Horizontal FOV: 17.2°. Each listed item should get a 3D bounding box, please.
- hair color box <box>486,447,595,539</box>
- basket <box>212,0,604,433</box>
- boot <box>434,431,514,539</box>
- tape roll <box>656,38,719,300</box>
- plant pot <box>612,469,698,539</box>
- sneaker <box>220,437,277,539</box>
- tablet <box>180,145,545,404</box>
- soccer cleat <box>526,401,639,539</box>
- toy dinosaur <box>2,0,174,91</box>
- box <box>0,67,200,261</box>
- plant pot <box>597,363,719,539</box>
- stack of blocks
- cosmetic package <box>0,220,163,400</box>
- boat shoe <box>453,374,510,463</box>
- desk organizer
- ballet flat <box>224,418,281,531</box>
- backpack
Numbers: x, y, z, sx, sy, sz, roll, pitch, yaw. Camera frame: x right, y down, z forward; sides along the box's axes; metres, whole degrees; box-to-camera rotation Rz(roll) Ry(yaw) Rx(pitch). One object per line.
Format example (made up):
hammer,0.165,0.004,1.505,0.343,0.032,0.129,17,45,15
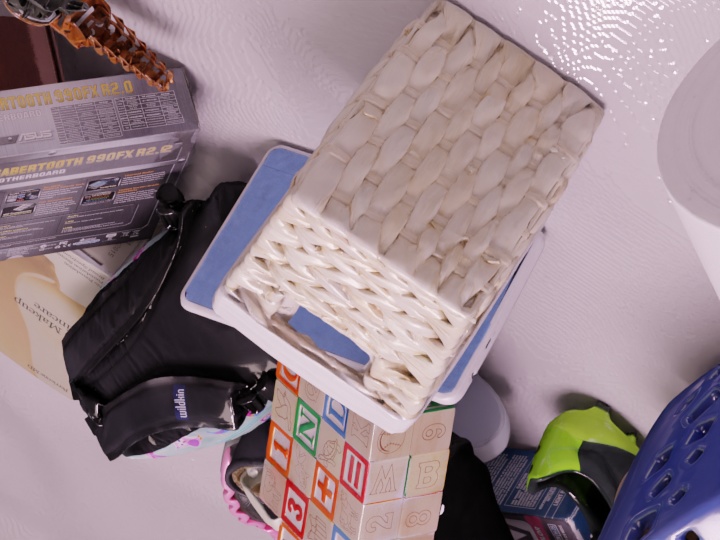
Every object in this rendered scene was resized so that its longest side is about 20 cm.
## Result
hair color box,0.098,0.176,1.658,0.199,0.061,0.100,3,135,42
basket,0.031,-0.036,1.320,0.135,0.200,0.124,34,142,2
boot,0.105,0.201,1.522,0.157,0.079,0.212,26,149,27
tape roll,0.253,-0.035,1.100,0.202,0.203,0.139,2,136,42
plant pot,0.230,0.195,1.430,0.200,0.200,0.028,36,125,0
sneaker,-0.030,0.180,1.786,0.095,0.079,0.200,-6,136,33
tablet,0.000,0.000,1.454,0.199,0.130,0.014,19,154,26
soccer cleat,0.196,0.168,1.534,0.200,0.081,0.068,34,148,2
toy dinosaur,-0.190,-0.192,1.447,0.199,0.103,0.136,23,166,-14
box,-0.217,-0.061,1.533,0.159,0.199,0.049,121,134,-59
plant pot,0.263,0.143,1.328,0.200,0.200,0.180,36,133,-1
stack of blocks,-0.009,0.150,1.466,0.115,0.058,0.201,38,127,50
cosmetic package,-0.213,0.002,1.713,0.105,0.071,0.200,34,148,5
boat shoe,0.022,0.105,1.625,0.201,0.075,0.086,15,142,34
desk organizer,-0.273,-0.092,1.587,0.200,0.077,0.072,-42,56,48
ballet flat,-0.026,0.161,1.646,0.200,0.073,0.073,22,149,46
backpack,-0.105,0.050,1.584,0.200,0.126,0.168,-37,65,40
